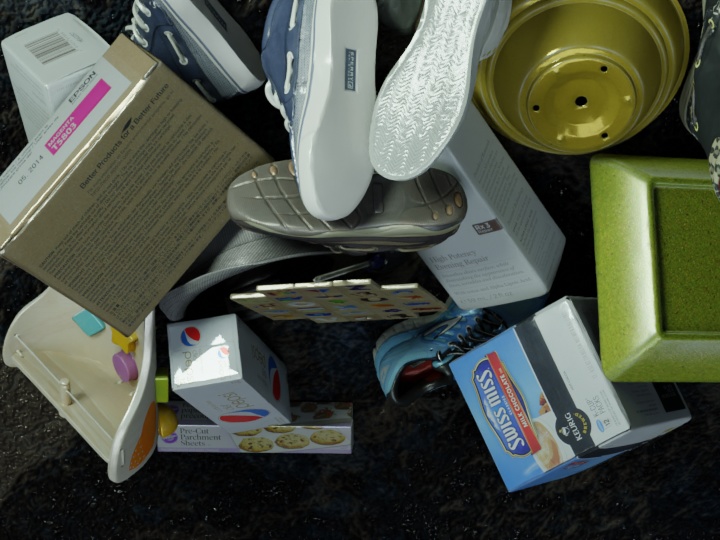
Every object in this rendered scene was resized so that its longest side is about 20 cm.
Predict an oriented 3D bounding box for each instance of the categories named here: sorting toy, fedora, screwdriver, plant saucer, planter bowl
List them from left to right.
[{"bbox_3d":[-0.233,0.059,1.564,0.107,0.200,0.180,-17,133,-37],"label":"sorting toy"},{"bbox_3d":[-0.099,-0.020,1.508,0.177,0.091,0.200,-8,163,-32],"label":"fedora"},{"bbox_3d":[0.000,0.000,1.434,0.028,0.200,0.029,-1,101,21],"label":"screwdriver"},{"bbox_3d":[0.184,-0.162,1.426,0.200,0.084,0.201,0,127,0],"label":"planter bowl"},{"bbox_3d":[0.303,-0.005,1.456,0.199,0.201,0.048,2,170,-19],"label":"plant saucer"}]

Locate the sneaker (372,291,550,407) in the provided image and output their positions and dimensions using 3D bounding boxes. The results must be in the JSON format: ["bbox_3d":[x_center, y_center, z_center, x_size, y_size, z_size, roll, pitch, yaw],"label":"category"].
[{"bbox_3d":[0.100,0.070,1.601,0.200,0.090,0.078,-36,119,24],"label":"sneaker"}]

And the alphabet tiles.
[{"bbox_3d":[-0.016,0.028,1.494,0.166,0.006,0.200,-4,169,13],"label":"alphabet tiles"}]

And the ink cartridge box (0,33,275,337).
[{"bbox_3d":[-0.194,-0.068,1.392,0.200,0.075,0.165,-49,135,1],"label":"ink cartridge box"}]

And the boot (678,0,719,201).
[{"bbox_3d":[0.320,-0.163,1.377,0.073,0.154,0.204,5,127,-6],"label":"boot"}]

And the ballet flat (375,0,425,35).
[{"bbox_3d":[0.045,-0.278,1.353,0.068,0.068,0.200,20,126,1],"label":"ballet flat"}]

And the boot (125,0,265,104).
[{"bbox_3d":[-0.168,-0.209,1.402,0.090,0.073,0.200,-25,126,18],"label":"boot"}]

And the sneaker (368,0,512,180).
[{"bbox_3d":[0.074,-0.163,1.366,0.074,0.116,0.200,23,95,15],"label":"sneaker"}]

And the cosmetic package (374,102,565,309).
[{"bbox_3d":[0.087,-0.062,1.486,0.102,0.074,0.200,-14,129,37],"label":"cosmetic package"}]

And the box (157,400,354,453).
[{"bbox_3d":[-0.106,0.158,1.705,0.199,0.039,0.042,1,126,0],"label":"box"}]

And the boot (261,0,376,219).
[{"bbox_3d":[-0.038,-0.137,1.379,0.073,0.201,0.090,15,167,-41],"label":"boot"}]

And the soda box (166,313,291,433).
[{"bbox_3d":[-0.120,0.100,1.582,0.068,0.064,0.200,-10,162,8],"label":"soda box"}]

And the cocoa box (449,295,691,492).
[{"bbox_3d":[0.195,0.111,1.546,0.131,0.134,0.200,-30,166,22],"label":"cocoa box"}]

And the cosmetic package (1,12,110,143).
[{"bbox_3d":[-0.239,-0.107,1.456,0.074,0.102,0.200,-26,132,-20],"label":"cosmetic package"}]

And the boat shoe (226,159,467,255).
[{"bbox_3d":[-0.012,-0.042,1.408,0.199,0.075,0.073,4,147,-1],"label":"boat shoe"}]
